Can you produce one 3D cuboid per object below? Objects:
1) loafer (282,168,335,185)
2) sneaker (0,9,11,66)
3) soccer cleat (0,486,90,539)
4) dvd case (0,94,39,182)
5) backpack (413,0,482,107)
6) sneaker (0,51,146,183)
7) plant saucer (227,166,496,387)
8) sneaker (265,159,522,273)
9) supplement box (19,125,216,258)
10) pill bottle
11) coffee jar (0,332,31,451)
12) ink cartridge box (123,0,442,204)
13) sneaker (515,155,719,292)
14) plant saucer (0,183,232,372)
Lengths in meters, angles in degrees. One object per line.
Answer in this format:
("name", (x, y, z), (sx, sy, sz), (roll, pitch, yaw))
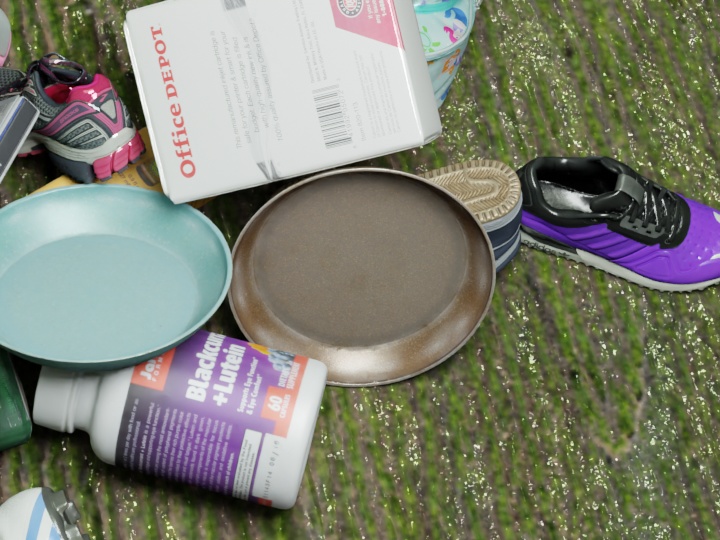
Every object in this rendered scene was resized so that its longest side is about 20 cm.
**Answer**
("loafer", (-0.060, -0.141, 1.815), (0.062, 0.072, 0.201), (-22, 65, -24))
("sneaker", (-0.358, -0.157, 1.757), (0.199, 0.079, 0.096), (-31, 51, 11))
("soccer cleat", (-0.212, 0.251, 1.611), (0.086, 0.070, 0.201), (-26, 66, -1))
("dvd case", (-0.326, -0.034, 1.694), (0.025, 0.150, 0.201), (41, 60, -26))
("backpack", (0.007, -0.218, 1.791), (0.176, 0.151, 0.201), (14, 50, -7))
("sneaker", (-0.240, -0.132, 1.748), (0.199, 0.075, 0.081), (17, 46, 42))
("plant saucer", (0.000, 0.000, 1.694), (0.198, 0.202, 0.032), (1, 36, -6))
("sneaker", (0.030, -0.029, 1.760), (0.198, 0.109, 0.071), (-6, 65, 8))
("supplement box", (-0.176, -0.059, 1.759), (0.199, 0.069, 0.067), (-32, 77, -18))
("pill bottle", (-0.131, 0.096, 1.663), (0.198, 0.112, 0.112), (14, 63, 1))
("coffee jar", (-0.342, 0.106, 1.639), (0.199, 0.085, 0.105), (-21, 107, -15))
("ink cartridge box", (-0.056, -0.144, 1.672), (0.198, 0.083, 0.148), (-12, 95, 13))
("sneaker", (0.208, -0.043, 1.776), (0.198, 0.100, 0.070), (12, 65, 0))
("plant saucer", (-0.190, 0.012, 1.638), (0.198, 0.036, 0.201), (1, 39, -1))
